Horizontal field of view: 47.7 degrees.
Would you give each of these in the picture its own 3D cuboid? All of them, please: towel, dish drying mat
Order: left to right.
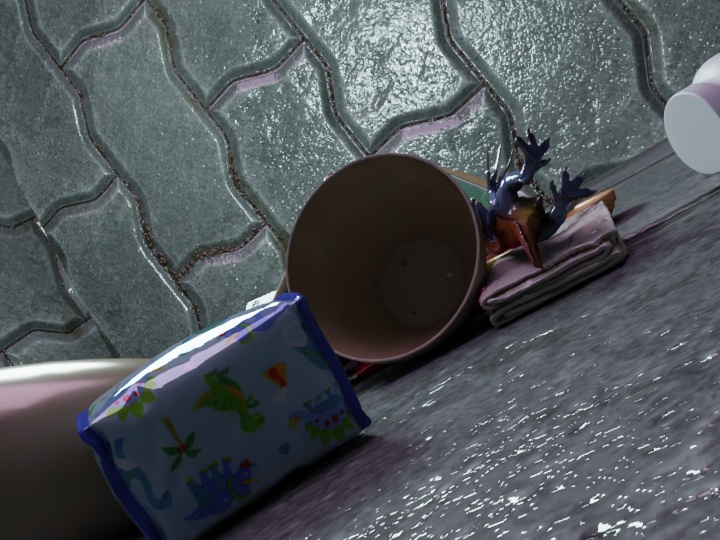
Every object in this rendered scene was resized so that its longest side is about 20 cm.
[{"bbox_3d":[0.083,0.060,0.902,0.199,0.018,0.077,-30,0,4],"label":"dish drying mat"},{"bbox_3d":[0.178,-0.013,0.763,0.132,0.035,0.200,-29,5,16],"label":"towel"}]

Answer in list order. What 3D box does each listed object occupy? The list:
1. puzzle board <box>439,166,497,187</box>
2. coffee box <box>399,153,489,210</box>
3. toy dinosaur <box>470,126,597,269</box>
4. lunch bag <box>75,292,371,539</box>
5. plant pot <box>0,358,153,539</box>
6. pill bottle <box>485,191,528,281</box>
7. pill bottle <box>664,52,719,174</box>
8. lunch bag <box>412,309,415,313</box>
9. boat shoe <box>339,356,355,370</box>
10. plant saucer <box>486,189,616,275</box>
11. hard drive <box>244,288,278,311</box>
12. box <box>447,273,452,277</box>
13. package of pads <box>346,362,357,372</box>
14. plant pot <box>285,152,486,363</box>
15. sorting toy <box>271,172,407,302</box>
[{"bbox_3d":[0.099,-0.107,1.175,0.150,0.018,0.199,22,34,36],"label":"puzzle board"},{"bbox_3d":[0.134,-0.075,0.972,0.200,0.122,0.044,33,95,51],"label":"coffee box"},{"bbox_3d":[0.134,-0.051,0.764,0.200,0.105,0.182,-49,-7,-34],"label":"toy dinosaur"},{"bbox_3d":[-0.109,0.105,0.601,0.169,0.128,0.200,-29,9,-19],"label":"lunch bag"},{"bbox_3d":[-0.221,0.155,0.742,0.198,0.189,0.187,-15,-3,-9],"label":"plant pot"},{"bbox_3d":[0.168,-0.037,1.205,0.199,0.110,0.109,-30,0,-10],"label":"pill bottle"},{"bbox_3d":[0.400,-0.176,0.790,0.199,0.114,0.113,-29,-1,-12],"label":"pill bottle"},{"bbox_3d":[0.098,-0.044,1.280,0.199,0.176,0.082,-38,40,-1],"label":"lunch bag"},{"bbox_3d":[-0.081,0.123,0.911,0.199,0.057,0.067,-35,0,-13],"label":"boat shoe"},{"bbox_3d":[0.246,-0.041,1.064,0.199,0.038,0.200,-31,-1,-1],"label":"plant saucer"},{"bbox_3d":[-0.048,0.066,1.149,0.199,0.140,0.033,-23,36,32],"label":"hard drive"},{"bbox_3d":[0.050,-0.017,1.112,0.198,0.069,0.083,11,60,32],"label":"box"},{"bbox_3d":[-0.055,0.108,1.080,0.199,0.076,0.120,-30,-1,36],"label":"package of pads"},{"bbox_3d":[0.043,0.000,0.823,0.199,0.202,0.134,-29,-23,15],"label":"plant pot"},{"bbox_3d":[0.000,0.000,0.922,0.199,0.036,0.186,13,-74,-45],"label":"sorting toy"}]
